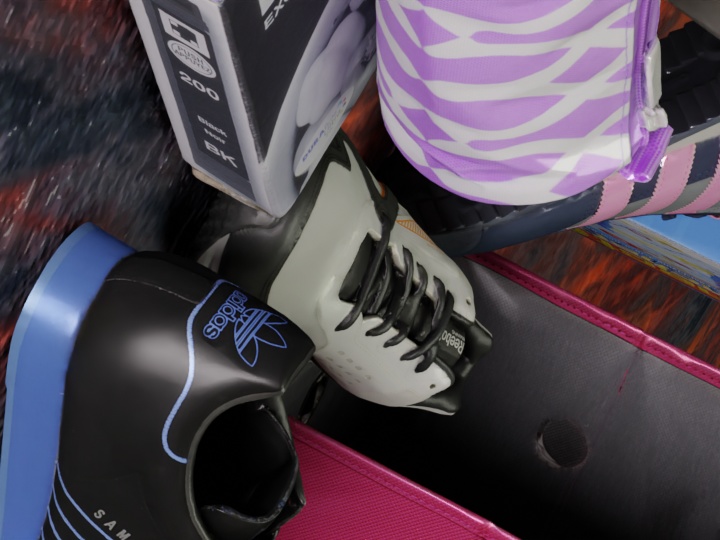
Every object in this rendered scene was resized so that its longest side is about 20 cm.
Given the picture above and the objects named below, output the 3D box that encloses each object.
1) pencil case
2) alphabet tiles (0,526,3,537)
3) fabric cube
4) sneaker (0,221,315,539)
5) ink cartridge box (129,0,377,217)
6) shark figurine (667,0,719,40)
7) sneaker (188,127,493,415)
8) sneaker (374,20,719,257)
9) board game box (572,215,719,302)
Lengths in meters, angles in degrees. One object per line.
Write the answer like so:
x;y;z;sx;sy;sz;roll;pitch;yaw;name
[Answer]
0.047;-0.089;0.715;0.084;0.085;0.200;-55;163;-22;pencil case
-0.126;0.140;0.854;0.200;0.006;0.166;-40;153;-58;alphabet tiles
0.047;0.136;1.092;0.196;0.200;0.199;-42;157;-59;fabric cube
-0.059;0.077;0.808;0.070;0.078;0.200;-53;160;-41;sneaker
0.003;-0.137;0.737;0.198;0.043;0.200;-59;165;-15;ink cartridge box
0.113;-0.100;0.944;0.089;0.214;0.128;-29;160;-27;shark figurine
0.000;0.000;0.912;0.074;0.080;0.200;-61;165;-4;sneaker
0.105;-0.037;1.015;0.082;0.200;0.070;56;22;-45;sneaker
0.144;-0.025;1.146;0.056;0.200;0.196;-63;166;-1;board game box
